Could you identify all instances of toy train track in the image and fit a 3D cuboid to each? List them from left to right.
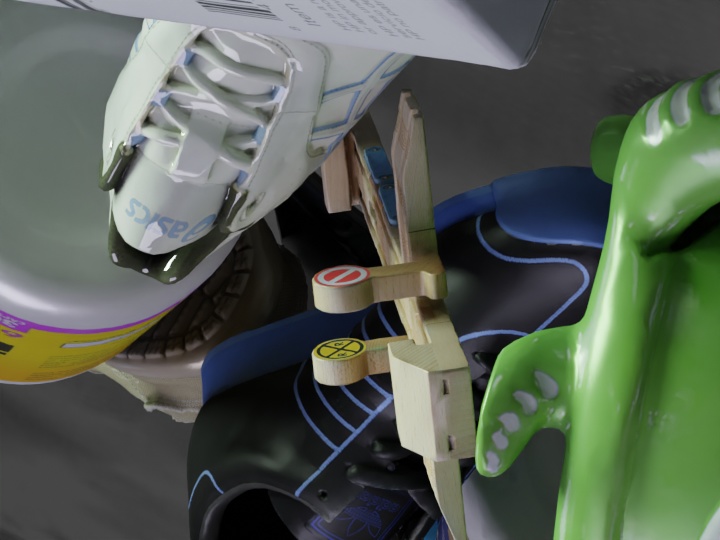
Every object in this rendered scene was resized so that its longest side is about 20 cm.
[{"bbox_3d":[0.000,0.000,0.785,0.032,0.115,0.200,-8,-159,-3],"label":"toy train track"}]

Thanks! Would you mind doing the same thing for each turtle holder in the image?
[{"bbox_3d":[0.108,0.023,0.728,0.131,0.187,0.141,13,-162,14],"label":"turtle holder"}]

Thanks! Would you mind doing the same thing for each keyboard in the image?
[{"bbox_3d":[0.018,0.016,1.037,0.104,0.040,0.200,46,171,13],"label":"keyboard"}]

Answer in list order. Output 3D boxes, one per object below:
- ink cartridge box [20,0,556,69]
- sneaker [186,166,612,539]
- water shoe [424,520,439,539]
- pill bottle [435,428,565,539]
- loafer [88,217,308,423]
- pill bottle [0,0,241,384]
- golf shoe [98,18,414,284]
[{"bbox_3d":[-0.065,-0.116,0.565,0.199,0.084,0.145,11,161,42],"label":"ink cartridge box"},{"bbox_3d":[0.020,0.039,0.880,0.070,0.078,0.200,24,144,-30],"label":"sneaker"},{"bbox_3d":[0.038,0.098,1.171,0.199,0.079,0.072,16,164,31],"label":"water shoe"},{"bbox_3d":[0.076,0.109,0.992,0.110,0.111,0.200,22,149,9],"label":"pill bottle"},{"bbox_3d":[-0.057,0.015,1.044,0.068,0.076,0.200,36,172,-19],"label":"loafer"},{"bbox_3d":[-0.098,-0.021,0.918,0.104,0.105,0.200,26,165,-8],"label":"pill bottle"},{"bbox_3d":[-0.023,-0.048,0.721,0.078,0.098,0.200,26,165,-1],"label":"golf shoe"}]
